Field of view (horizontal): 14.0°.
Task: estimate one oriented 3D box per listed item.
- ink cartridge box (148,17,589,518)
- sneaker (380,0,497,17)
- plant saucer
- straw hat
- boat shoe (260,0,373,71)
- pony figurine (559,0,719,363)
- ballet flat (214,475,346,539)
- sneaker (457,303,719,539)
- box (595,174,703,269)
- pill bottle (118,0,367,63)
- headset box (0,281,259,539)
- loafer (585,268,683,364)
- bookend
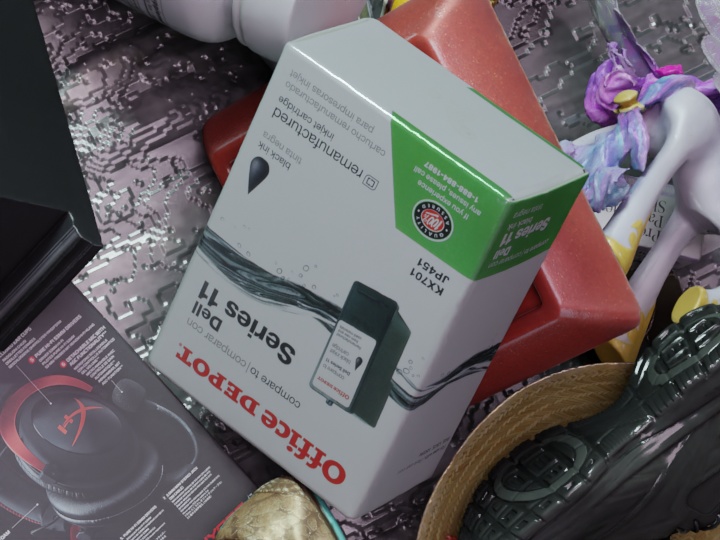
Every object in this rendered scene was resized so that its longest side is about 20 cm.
[{"bbox_3d":[0.000,0.000,1.449,0.147,0.083,0.200,36,119,20],"label":"ink cartridge box"},{"bbox_3d":[0.032,-0.164,1.575,0.090,0.075,0.200,32,60,1],"label":"sneaker"},{"bbox_3d":[0.019,-0.022,1.504,0.037,0.199,0.200,-25,88,-54],"label":"plant saucer"},{"bbox_3d":[0.114,0.135,1.545,0.201,0.085,0.202,-2,100,-10],"label":"straw hat"},{"bbox_3d":[-0.046,-0.186,1.570,0.072,0.062,0.200,-24,88,-14],"label":"boat shoe"},{"bbox_3d":[0.171,-0.072,1.534,0.200,0.166,0.193,-42,114,-26],"label":"pony figurine"},{"bbox_3d":[-0.009,0.194,1.434,0.065,0.071,0.200,-26,63,-17],"label":"ballet flat"},{"bbox_3d":[0.139,0.107,1.466,0.200,0.076,0.091,-36,114,2],"label":"sneaker"},{"bbox_3d":[0.089,-0.042,1.592,0.200,0.039,0.042,13,79,-10],"label":"box"},{"bbox_3d":[-0.094,-0.186,1.499,0.200,0.113,0.113,28,76,18],"label":"pill bottle"},{"bbox_3d":[-0.167,0.098,1.498,0.149,0.075,0.200,-44,93,-15],"label":"headset box"},{"bbox_3d":[0.197,0.076,1.581,0.071,0.073,0.200,-37,92,-15],"label":"loafer"},{"bbox_3d":[-0.248,-0.081,1.415,0.198,0.092,0.200,12,47,-41],"label":"bookend"}]
